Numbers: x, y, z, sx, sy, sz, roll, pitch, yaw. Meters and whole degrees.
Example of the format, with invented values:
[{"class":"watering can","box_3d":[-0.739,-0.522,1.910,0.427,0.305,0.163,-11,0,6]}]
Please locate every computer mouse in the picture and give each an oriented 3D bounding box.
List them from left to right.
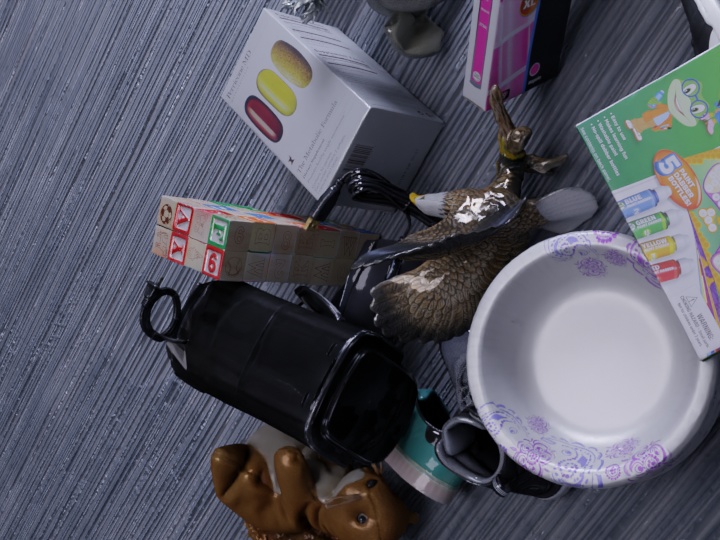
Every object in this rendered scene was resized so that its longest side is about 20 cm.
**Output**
[{"class":"computer mouse","box_3d":[0.000,0.000,1.178,0.200,0.140,0.046,-58,16,25]}]

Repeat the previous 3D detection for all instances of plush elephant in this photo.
[{"class":"plush elephant","box_3d":[0.038,-0.296,1.162,0.200,0.155,0.165,-39,72,26]}]

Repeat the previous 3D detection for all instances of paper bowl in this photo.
[{"class":"paper bowl","box_3d":[0.194,0.073,0.983,0.200,0.104,0.202,-4,81,26]}]

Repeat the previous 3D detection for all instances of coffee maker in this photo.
[{"class":"coffee maker","box_3d":[-0.075,0.092,1.115,0.200,0.192,0.135,19,100,42]}]

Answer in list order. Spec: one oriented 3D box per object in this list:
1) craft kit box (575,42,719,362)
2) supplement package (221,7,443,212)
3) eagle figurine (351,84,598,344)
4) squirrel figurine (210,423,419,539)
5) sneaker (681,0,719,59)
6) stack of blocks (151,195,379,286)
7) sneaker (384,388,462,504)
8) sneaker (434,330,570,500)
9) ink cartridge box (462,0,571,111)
[{"class":"craft kit box","box_3d":[0.288,-0.066,0.875,0.197,0.048,0.201,-29,76,14]},{"class":"supplement package","box_3d":[-0.033,-0.163,1.238,0.200,0.109,0.114,47,118,36]},{"class":"eagle figurine","box_3d":[0.092,-0.033,1.065,0.200,0.152,0.151,-57,21,-21]},{"class":"squirrel figurine","box_3d":[-0.035,0.242,1.220,0.186,0.141,0.201,21,125,28]},{"class":"sneaker","box_3d":[0.276,-0.130,0.957,0.112,0.073,0.201,-39,63,33]},{"class":"stack of blocks","box_3d":[-0.093,-0.027,1.226,0.115,0.200,0.059,19,101,45]},{"class":"sneaker","box_3d":[0.041,0.141,1.183,0.200,0.071,0.080,37,97,42]},{"class":"sneaker","box_3d":[0.106,0.116,1.081,0.076,0.114,0.200,-50,55,29]},{"class":"ink cartridge box","box_3d":[0.139,-0.236,1.025,0.037,0.095,0.201,40,145,34]}]
